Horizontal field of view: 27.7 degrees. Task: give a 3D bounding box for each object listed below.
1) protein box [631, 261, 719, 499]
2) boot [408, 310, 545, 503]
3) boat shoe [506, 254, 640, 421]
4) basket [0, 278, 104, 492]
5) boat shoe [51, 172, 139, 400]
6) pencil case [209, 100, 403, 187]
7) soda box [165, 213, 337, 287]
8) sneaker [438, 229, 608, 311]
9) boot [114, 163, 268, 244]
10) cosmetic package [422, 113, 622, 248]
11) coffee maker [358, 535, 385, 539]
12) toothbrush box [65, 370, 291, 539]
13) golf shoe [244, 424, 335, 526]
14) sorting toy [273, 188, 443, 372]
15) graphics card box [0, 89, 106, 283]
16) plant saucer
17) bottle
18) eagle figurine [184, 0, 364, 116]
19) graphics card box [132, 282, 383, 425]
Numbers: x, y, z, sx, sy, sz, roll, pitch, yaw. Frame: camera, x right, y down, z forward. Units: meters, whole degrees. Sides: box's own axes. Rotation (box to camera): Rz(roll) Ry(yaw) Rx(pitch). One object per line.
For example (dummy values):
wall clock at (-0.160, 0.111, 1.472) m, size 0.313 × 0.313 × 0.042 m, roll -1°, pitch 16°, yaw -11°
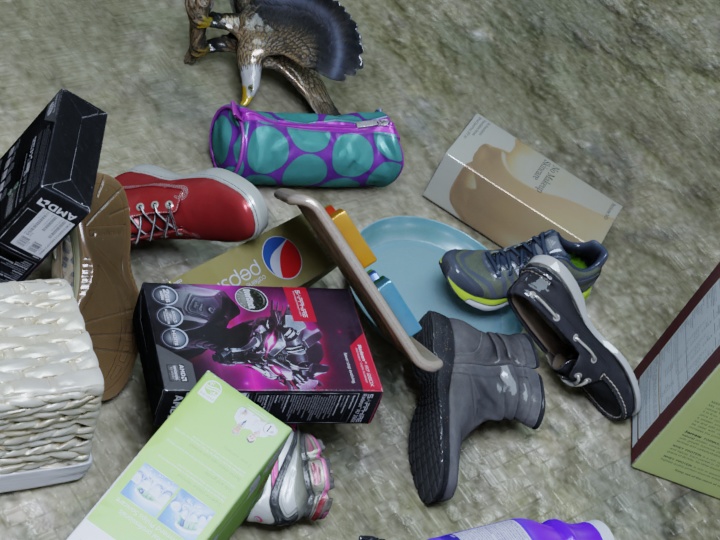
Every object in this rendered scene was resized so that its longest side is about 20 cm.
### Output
protein box at (0.406, 0.123, 1.467) m, size 0.198 × 0.200 × 0.135 m, roll 20°, pitch 44°, yaw -9°
boot at (0.118, 0.134, 1.391) m, size 0.131 × 0.070 × 0.201 m, roll 15°, pitch 59°, yaw -20°
boat shoe at (0.214, 0.080, 1.469) m, size 0.060 × 0.074 × 0.200 m, roll -43°, pitch 113°, yaw -31°
basket at (-0.318, 0.095, 1.174) m, size 0.199 × 0.124 × 0.136 m, roll -5°, pitch 52°, yaw -30°
boat shoe at (-0.240, 0.016, 1.298) m, size 0.073 × 0.063 × 0.201 m, roll 6°, pitch 82°, yaw -42°
pencil case at (-0.056, -0.134, 1.549) m, size 0.199 × 0.093 × 0.085 m, roll -1°, pitch 51°, yaw -27°
soda box at (-0.111, 0.012, 1.390) m, size 0.200 × 0.068 × 0.064 m, roll -29°, pitch 85°, yaw -43°
sneaker at (0.171, -0.009, 1.517) m, size 0.199 × 0.081 × 0.074 m, roll -1°, pitch 50°, yaw -32°
boot at (-0.194, -0.041, 1.357) m, size 0.199 × 0.073 × 0.144 m, roll 9°, pitch 30°, yaw 39°
cosmetic package at (0.182, -0.078, 1.636) m, size 0.200 × 0.071 × 0.105 m, roll 32°, pitch 42°, yaw 4°
coffee maker at (0.097, 0.310, 1.142) m, size 0.199 × 0.193 × 0.134 m, roll 5°, pitch 5°, yaw -38°
toothbrush box at (-0.152, 0.199, 1.120) m, size 0.086 × 0.146 × 0.200 m, roll 33°, pitch 55°, yaw 5°
golf shoe at (-0.093, 0.132, 1.293) m, size 0.092 × 0.073 × 0.200 m, roll -2°, pitch 51°, yaw -27°
sorting toy at (0.000, 0.000, 1.331) m, size 0.036 × 0.185 × 0.200 m, roll -38°, pitch 99°, yaw -3°
graphics card box at (-0.297, -0.049, 1.256) m, size 0.051 × 0.200 × 0.126 m, roll 29°, pitch 39°, yaw -27°
plant saucer at (0.074, 0.026, 1.515) m, size 0.199 × 0.027 × 0.201 m, roll 15°, pitch 45°, yaw -15°
bottle at (0.138, 0.263, 1.294) m, size 0.199 × 0.065 × 0.084 m, roll -7°, pitch 50°, yaw -33°
eagle figurine at (-0.094, -0.243, 1.607) m, size 0.199 × 0.152 × 0.152 m, roll 11°, pitch 15°, yaw -1°
graphics card box at (-0.090, 0.072, 1.262) m, size 0.199 × 0.051 × 0.126 m, roll 2°, pitch 46°, yaw -22°
